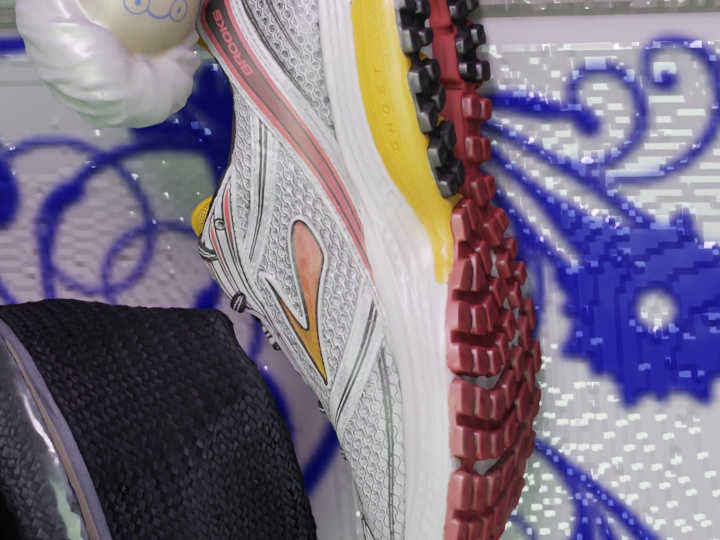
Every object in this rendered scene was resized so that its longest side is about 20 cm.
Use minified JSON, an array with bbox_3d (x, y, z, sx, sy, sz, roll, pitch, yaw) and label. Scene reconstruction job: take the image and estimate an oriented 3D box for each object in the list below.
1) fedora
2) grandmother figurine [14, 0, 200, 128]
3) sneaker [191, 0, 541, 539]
[{"bbox_3d":[-0.070,0.065,0.816,0.091,0.200,0.201,-21,106,-19],"label":"fedora"},{"bbox_3d":[-0.053,-0.136,0.749,0.121,0.061,0.201,7,100,-20],"label":"grandmother figurine"},{"bbox_3d":[0.000,0.000,0.812,0.082,0.078,0.201,-7,98,22],"label":"sneaker"}]
